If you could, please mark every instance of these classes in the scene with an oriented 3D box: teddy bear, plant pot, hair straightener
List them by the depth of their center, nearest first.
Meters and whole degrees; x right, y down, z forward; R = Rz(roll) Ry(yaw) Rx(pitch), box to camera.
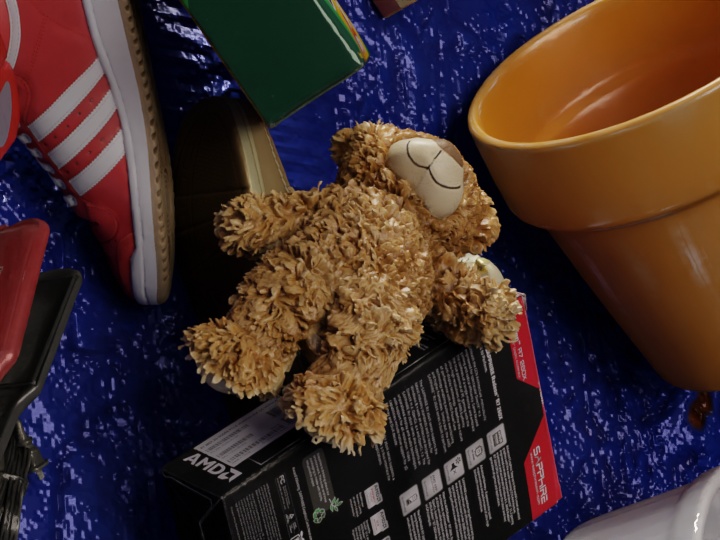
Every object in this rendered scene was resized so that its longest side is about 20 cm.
[{"bbox_3d":[-0.154,0.074,1.172,0.077,0.041,0.201,58,26,-44],"label":"hair straightener"},{"bbox_3d":[0.000,0.000,1.208,0.145,0.067,0.200,35,52,27],"label":"teddy bear"},{"bbox_3d":[0.185,-0.043,1.419,0.200,0.200,0.184,-46,118,-39],"label":"plant pot"}]

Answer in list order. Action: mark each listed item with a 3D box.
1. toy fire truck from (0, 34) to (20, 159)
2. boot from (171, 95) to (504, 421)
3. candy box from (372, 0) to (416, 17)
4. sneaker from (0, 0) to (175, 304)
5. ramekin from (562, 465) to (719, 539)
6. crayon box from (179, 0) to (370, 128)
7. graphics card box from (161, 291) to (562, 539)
[{"bbox_3d":[-0.202,-0.003,1.133,0.141,0.049,0.200,75,33,-42],"label":"toy fire truck"},{"bbox_3d":[-0.005,0.001,1.312,0.155,0.073,0.201,-15,87,-37],"label":"boot"},{"bbox_3d":[0.050,-0.242,1.461,0.116,0.055,0.200,54,50,-10],"label":"candy box"},{"bbox_3d":[-0.152,-0.071,1.231,0.071,0.112,0.201,-98,178,-66],"label":"sneaker"},{"bbox_3d":[0.173,0.206,1.330,0.200,0.097,0.201,37,44,-47],"label":"ramekin"},{"bbox_3d":[-0.065,-0.158,1.253,0.058,0.200,0.173,-33,95,4],"label":"crayon box"},{"bbox_3d":[0.005,0.103,1.243,0.200,0.051,0.126,-34,126,-33],"label":"graphics card box"}]
